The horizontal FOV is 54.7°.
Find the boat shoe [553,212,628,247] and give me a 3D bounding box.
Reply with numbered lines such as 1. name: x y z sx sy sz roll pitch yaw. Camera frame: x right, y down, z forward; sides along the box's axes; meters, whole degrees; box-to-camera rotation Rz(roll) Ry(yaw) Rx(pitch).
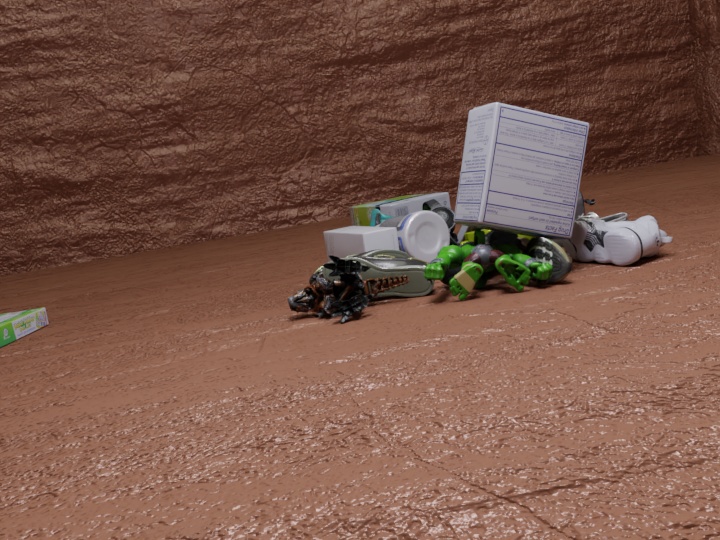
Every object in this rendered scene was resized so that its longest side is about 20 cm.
1. boat shoe: 0.460 -0.084 1.397 0.198 0.066 0.072 -6 10 -19

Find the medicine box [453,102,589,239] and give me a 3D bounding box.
1. medicine box: 0.271 -0.164 1.182 0.181 0.202 0.103 8 3 -19

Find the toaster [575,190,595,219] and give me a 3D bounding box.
1. toaster: 0.431 -0.128 1.622 0.199 0.115 0.129 0 16 45

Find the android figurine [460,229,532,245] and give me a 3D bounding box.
1. android figurine: 0.310 -0.077 1.511 0.199 0.041 0.182 -14 5 -28

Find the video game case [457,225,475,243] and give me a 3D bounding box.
1. video game case: 0.312 -0.124 1.684 0.199 0.144 0.018 -17 50 -43

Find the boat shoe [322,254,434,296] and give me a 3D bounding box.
1. boat shoe: 0.034 0.009 1.241 0.199 0.072 0.061 5 18 9

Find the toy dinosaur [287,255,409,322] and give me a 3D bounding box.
1. toy dinosaur: -0.024 0.028 1.171 0.199 0.103 0.136 -32 -6 -6

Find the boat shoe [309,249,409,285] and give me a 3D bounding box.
1. boat shoe: 0.000 0.000 1.329 0.200 0.072 0.060 -14 15 -25

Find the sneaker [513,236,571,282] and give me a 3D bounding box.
1. sneaker: 0.332 -0.025 1.208 0.088 0.078 0.200 -2 10 -8

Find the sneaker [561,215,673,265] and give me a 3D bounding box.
1. sneaker: 0.462 -0.058 1.265 0.114 0.076 0.200 -12 14 -22

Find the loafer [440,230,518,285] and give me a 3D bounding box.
1. loafer: 0.213 -0.019 1.301 0.199 0.073 0.072 -24 -5 -33

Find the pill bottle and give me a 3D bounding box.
1. pill bottle: 0.097 -0.064 1.509 0.113 0.115 0.200 -13 4 -25

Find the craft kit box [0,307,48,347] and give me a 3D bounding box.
1. craft kit box: -0.796 0.130 1.456 0.196 0.049 0.200 -11 9 6

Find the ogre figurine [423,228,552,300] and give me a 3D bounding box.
1. ogre figurine: 0.206 -0.012 1.159 0.198 0.099 0.120 -19 19 8

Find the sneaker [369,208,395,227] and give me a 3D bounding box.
1. sneaker: 0.026 -0.081 1.644 0.198 0.122 0.084 -9 -9 -10

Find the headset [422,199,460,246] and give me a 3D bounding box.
1. headset: 0.176 -0.078 1.575 0.093 0.124 0.200 -21 35 -8

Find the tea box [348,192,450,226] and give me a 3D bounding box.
1. tea box: 0.107 -0.122 1.835 0.199 0.135 0.196 -15 10 -34

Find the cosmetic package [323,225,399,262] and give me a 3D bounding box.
1. cosmetic package: 0.001 -0.037 1.488 0.084 0.109 0.200 -12 11 -27
